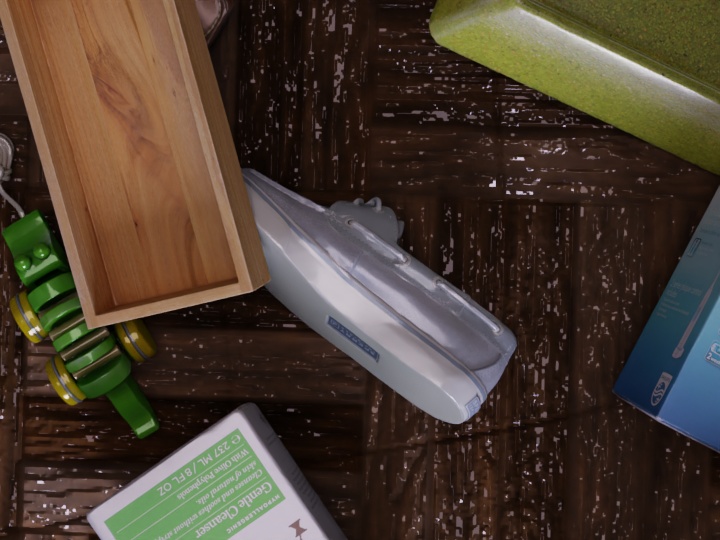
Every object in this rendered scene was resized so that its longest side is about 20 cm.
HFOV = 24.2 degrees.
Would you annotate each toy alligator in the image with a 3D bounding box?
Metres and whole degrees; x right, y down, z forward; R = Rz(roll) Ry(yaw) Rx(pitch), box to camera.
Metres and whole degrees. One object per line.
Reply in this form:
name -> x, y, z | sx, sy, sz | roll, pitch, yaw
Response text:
toy alligator -> -0.173, 0.008, 0.952 | 0.059, 0.054, 0.200 | -30, 88, 2

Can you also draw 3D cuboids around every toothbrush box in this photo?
toothbrush box -> 0.251, 0.016, 0.899 | 0.146, 0.085, 0.200 | 26, 93, -10

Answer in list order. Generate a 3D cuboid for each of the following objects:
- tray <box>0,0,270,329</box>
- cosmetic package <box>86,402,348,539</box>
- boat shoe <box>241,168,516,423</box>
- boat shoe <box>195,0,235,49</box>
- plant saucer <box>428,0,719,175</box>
tray -> -0.123, -0.078, 0.898 | 0.098, 0.037, 0.201 | -13, 96, 17
cosmetic package -> -0.048, 0.185, 0.930 | 0.107, 0.085, 0.200 | -36, 87, 0
boat shoe -> 0.001, 0.000, 0.943 | 0.201, 0.070, 0.072 | 40, 68, 7
boat shoe -> -0.167, -0.184, 0.942 | 0.200, 0.074, 0.076 | 30, 92, 3
plant saucer -> 0.166, -0.179, 0.918 | 0.199, 0.048, 0.200 | 24, 91, -7
